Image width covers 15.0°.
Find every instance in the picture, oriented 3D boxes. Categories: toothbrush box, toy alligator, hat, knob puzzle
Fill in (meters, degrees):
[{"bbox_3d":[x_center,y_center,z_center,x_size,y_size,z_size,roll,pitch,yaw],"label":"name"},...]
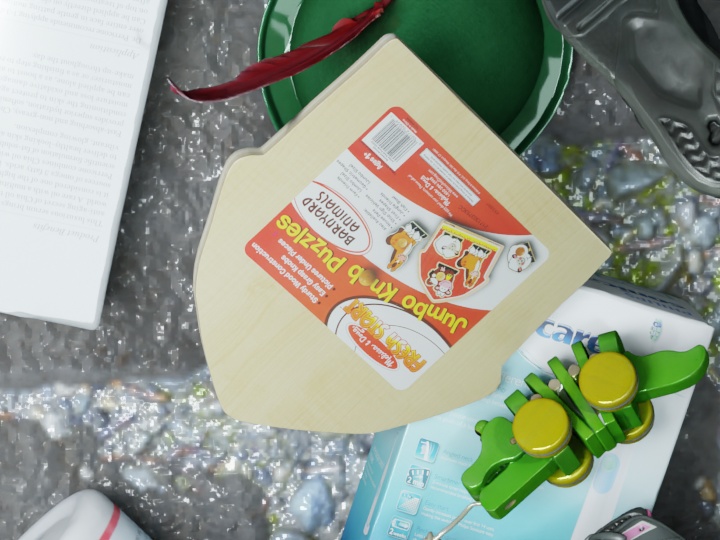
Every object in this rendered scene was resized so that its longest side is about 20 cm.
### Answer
[{"bbox_3d":[0.087,0.094,1.485,0.146,0.085,0.201,16,99,-9],"label":"toothbrush box"},{"bbox_3d":[0.088,0.085,1.417,0.200,0.059,0.054,-35,60,1],"label":"toy alligator"},{"bbox_3d":[0.027,-0.099,1.395,0.200,0.176,0.166,-37,101,1],"label":"hat"},{"bbox_3d":[0.000,0.000,1.393,0.219,0.030,0.220,-6,118,-11],"label":"knob puzzle"}]

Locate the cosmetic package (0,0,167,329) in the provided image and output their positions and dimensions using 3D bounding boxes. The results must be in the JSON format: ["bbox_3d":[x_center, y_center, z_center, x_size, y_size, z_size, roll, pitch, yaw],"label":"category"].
[{"bbox_3d":[-0.166,-0.080,1.431,0.101,0.071,0.201,12,99,-9],"label":"cosmetic package"}]

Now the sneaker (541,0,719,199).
[{"bbox_3d":[0.161,-0.118,1.468,0.076,0.114,0.200,-36,75,6],"label":"sneaker"}]

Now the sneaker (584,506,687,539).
[{"bbox_3d":[0.131,0.169,1.435,0.199,0.080,0.087,-1,79,-9],"label":"sneaker"}]

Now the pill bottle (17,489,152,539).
[{"bbox_3d":[-0.111,0.221,1.474,0.109,0.109,0.200,-45,102,3],"label":"pill bottle"}]
